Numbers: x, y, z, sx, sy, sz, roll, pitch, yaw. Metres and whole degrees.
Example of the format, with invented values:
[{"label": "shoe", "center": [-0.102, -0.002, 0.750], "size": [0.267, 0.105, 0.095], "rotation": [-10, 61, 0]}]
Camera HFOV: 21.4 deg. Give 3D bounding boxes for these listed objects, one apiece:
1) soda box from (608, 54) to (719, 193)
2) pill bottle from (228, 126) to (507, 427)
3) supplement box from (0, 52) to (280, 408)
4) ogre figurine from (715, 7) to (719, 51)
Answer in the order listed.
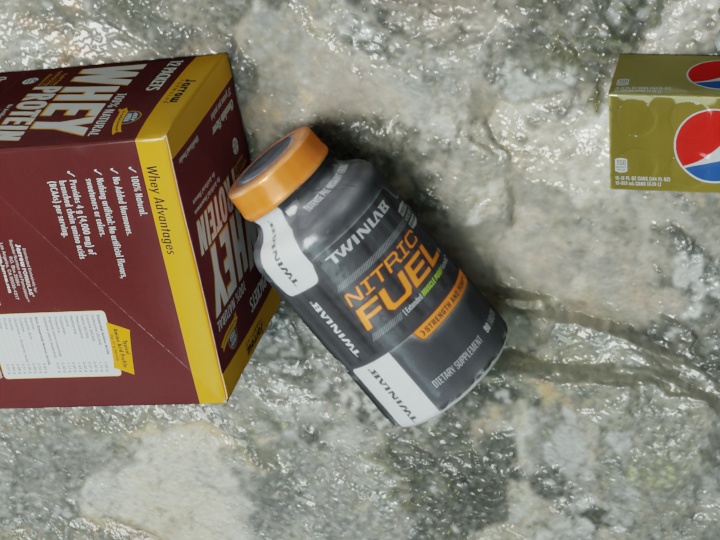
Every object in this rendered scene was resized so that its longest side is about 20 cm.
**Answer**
[{"label": "soda box", "center": [0.255, -0.090, 1.178], "size": [0.198, 0.064, 0.068], "rotation": [2, 119, 14]}, {"label": "pill bottle", "center": [0.000, 0.000, 1.275], "size": [0.106, 0.106, 0.200], "rotation": [-33, 106, 29]}, {"label": "supplement box", "center": [-0.181, -0.025, 1.295], "size": [0.198, 0.133, 0.199], "rotation": [-3, 118, 17]}, {"label": "ogre figurine", "center": [0.289, -0.174, 1.108], "size": [0.198, 0.098, 0.121], "rotation": [7, 104, -6]}]
